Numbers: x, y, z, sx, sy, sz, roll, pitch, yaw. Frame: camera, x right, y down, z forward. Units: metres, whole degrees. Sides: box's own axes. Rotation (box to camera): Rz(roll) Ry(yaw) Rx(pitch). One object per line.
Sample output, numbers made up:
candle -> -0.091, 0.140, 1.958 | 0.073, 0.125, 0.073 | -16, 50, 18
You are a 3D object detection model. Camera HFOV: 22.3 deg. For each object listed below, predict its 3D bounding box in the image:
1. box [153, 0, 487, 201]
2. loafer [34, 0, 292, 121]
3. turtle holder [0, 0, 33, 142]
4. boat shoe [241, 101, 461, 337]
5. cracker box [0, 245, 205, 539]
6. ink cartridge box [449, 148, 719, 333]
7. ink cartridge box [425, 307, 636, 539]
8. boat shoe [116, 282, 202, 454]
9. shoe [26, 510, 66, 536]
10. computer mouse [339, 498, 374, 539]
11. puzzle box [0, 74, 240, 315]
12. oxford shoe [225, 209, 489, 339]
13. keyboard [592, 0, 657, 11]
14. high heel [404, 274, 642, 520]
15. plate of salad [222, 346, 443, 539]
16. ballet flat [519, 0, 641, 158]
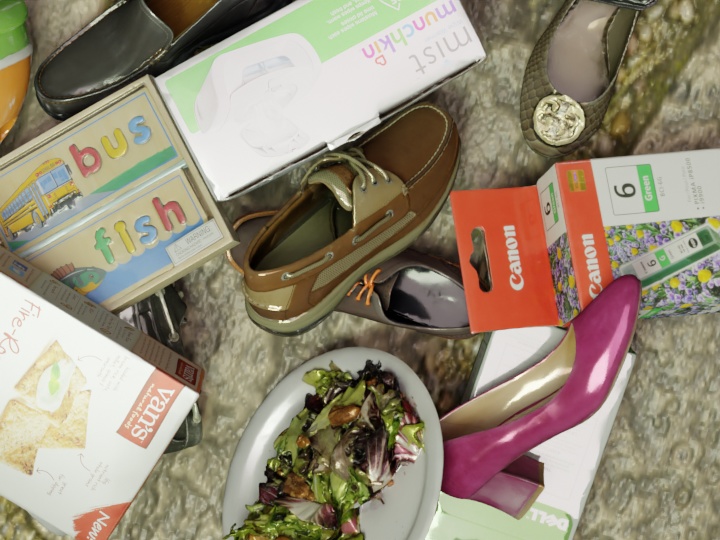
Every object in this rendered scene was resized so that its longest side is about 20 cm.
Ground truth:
box -> -0.025, -0.131, 1.238 | 0.199, 0.176, 0.097 | -28, 93, 2
loafer -> -0.145, -0.175, 1.279 | 0.199, 0.072, 0.073 | -32, 70, -2
turtle holder -> -0.317, -0.136, 1.257 | 0.184, 0.141, 0.133 | -7, 110, -9
boat shoe -> -0.006, -0.043, 1.246 | 0.075, 0.074, 0.200 | 30, 68, 29
cracker box -> -0.221, 0.077, 1.217 | 0.199, 0.058, 0.134 | 31, 102, -9
ink cartridge box -> 0.169, -0.020, 1.272 | 0.198, 0.050, 0.110 | -5, 76, -15
ink cartridge box -> 0.114, 0.134, 1.309 | 0.103, 0.059, 0.201 | 19, 93, -1
boat shoe -> -0.160, 0.034, 1.305 | 0.063, 0.071, 0.201 | -9, 84, -32
shoe -> -0.230, 0.084, 1.299 | 0.091, 0.071, 0.201 | -31, 88, 7
computer mouse -> -0.016, 0.202, 1.292 | 0.138, 0.053, 0.201 | -9, 64, 40
puzzle box -> -0.198, -0.030, 1.256 | 0.199, 0.025, 0.134 | -30, 82, 6
oxford shoe -> 0.000, 0.000, 1.295 | 0.199, 0.073, 0.072 | 14, 93, -1
keyboard -> 0.126, -0.264, 1.285 | 0.199, 0.021, 0.128 | 16, 99, 14
high heel -> 0.109, 0.073, 1.228 | 0.095, 0.067, 0.201 | 25, 118, -9
plate of salad -> -0.028, 0.145, 1.259 | 0.048, 0.200, 0.201 | 28, 93, -44
ballet flat -> 0.170, -0.174, 1.300 | 0.067, 0.046, 0.201 | 26, 92, -3
